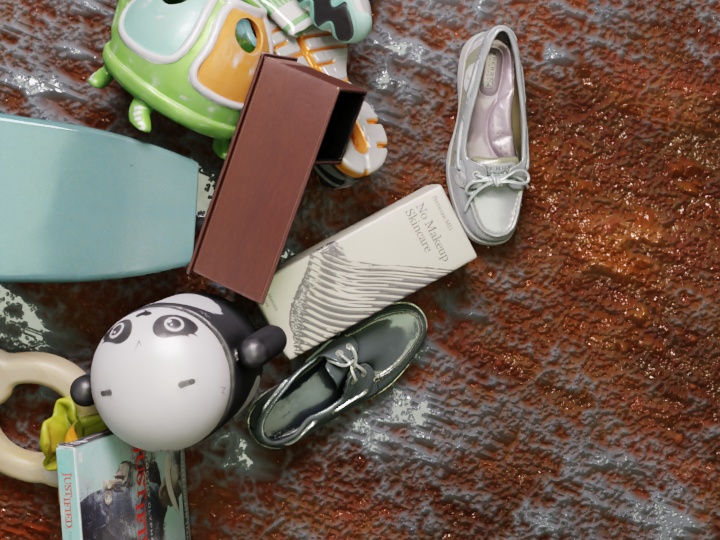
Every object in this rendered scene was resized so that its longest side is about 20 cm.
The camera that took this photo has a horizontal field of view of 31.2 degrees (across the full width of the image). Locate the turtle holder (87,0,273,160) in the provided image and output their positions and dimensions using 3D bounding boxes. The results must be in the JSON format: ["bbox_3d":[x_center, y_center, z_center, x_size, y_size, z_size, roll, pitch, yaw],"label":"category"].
[{"bbox_3d":[-0.149,-0.196,1.136,0.140,0.186,0.132,23,108,-23],"label":"turtle holder"}]

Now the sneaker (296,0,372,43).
[{"bbox_3d":[-0.011,-0.308,1.141,0.140,0.078,0.201,-29,90,-31],"label":"sneaker"}]

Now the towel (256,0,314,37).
[{"bbox_3d":[-0.072,-0.321,1.170,0.152,0.023,0.200,-38,95,-32],"label":"towel"}]

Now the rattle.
[{"bbox_3d":[-0.324,0.131,1.118,0.200,0.143,0.130,36,123,-15],"label":"rattle"}]

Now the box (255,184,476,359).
[{"bbox_3d":[0.000,0.000,1.194,0.199,0.068,0.082,-30,95,-5],"label":"box"}]

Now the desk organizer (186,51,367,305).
[{"bbox_3d":[-0.071,-0.077,1.109,0.077,0.072,0.201,24,103,17],"label":"desk organizer"}]

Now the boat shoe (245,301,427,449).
[{"bbox_3d":[-0.017,0.100,1.197,0.199,0.062,0.073,-34,95,-5],"label":"boat shoe"}]

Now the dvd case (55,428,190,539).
[{"bbox_3d":[-0.199,0.205,1.113,0.022,0.200,0.147,-3,91,16],"label":"dvd case"}]

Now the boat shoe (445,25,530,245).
[{"bbox_3d":[0.123,-0.125,1.209,0.074,0.065,0.203,3,91,-7],"label":"boat shoe"}]

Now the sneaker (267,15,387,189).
[{"bbox_3d":[-0.046,-0.164,1.183,0.078,0.077,0.201,-13,74,-27],"label":"sneaker"}]

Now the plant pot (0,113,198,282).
[{"bbox_3d":[-0.247,-0.057,1.128,0.199,0.141,0.142,3,91,-15],"label":"plant pot"}]

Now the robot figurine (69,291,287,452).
[{"bbox_3d":[-0.154,0.082,1.108,0.125,0.200,0.151,37,101,5],"label":"robot figurine"}]
